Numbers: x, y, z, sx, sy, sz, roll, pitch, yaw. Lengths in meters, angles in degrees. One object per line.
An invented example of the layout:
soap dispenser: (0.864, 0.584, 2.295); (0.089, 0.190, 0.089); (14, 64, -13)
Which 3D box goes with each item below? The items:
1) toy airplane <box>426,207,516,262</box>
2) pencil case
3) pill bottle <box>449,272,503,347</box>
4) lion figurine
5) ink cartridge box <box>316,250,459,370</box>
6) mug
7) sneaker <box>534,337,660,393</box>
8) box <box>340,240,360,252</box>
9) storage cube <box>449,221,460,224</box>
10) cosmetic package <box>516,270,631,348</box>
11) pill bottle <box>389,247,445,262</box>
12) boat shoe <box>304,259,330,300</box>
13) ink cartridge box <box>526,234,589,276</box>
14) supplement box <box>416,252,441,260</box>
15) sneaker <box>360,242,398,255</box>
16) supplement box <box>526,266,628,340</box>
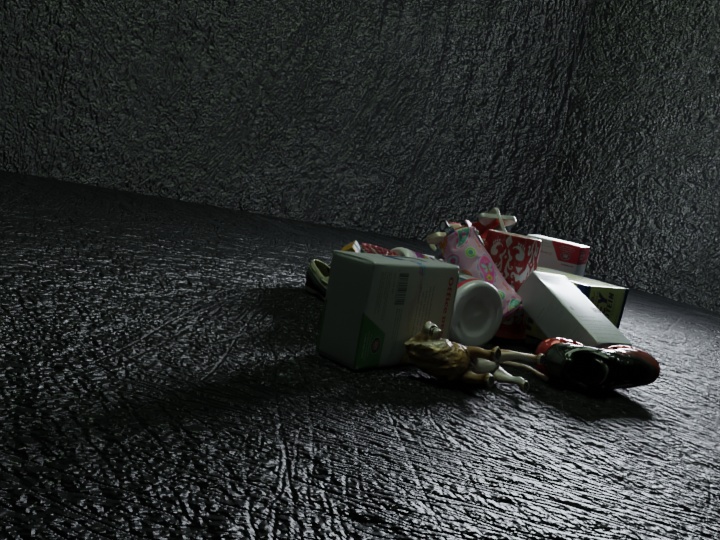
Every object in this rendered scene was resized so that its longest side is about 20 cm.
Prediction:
toy airplane: (0.258, -0.056, 1.419); (0.199, 0.142, 0.199); (-2, -9, 16)
pencil case: (0.225, 0.007, 1.206); (0.087, 0.087, 0.201); (-2, 59, -61)
pill bottle: (0.150, 0.057, 1.153); (0.119, 0.120, 0.200); (7, 8, -30)
lion figurine: (0.161, 0.129, 0.882); (0.200, 0.073, 0.122); (24, -15, -40)
ink cartridge box: (0.045, 0.054, 0.909); (0.087, 0.146, 0.199); (16, 9, 43)
mug: (0.273, 0.023, 1.278); (0.177, 0.201, 0.133); (7, 9, -32)
sneaker: (0.372, 0.151, 0.972); (0.199, 0.071, 0.098); (8, 7, -7)
box: (0.000, 0.000, 1.380); (0.041, 0.119, 0.200); (-29, 5, 3)
storage cube: (0.373, -0.044, 2.020); (0.170, 0.181, 0.200); (8, 9, -24)
cosmetic package: (0.383, 0.090, 1.165); (0.101, 0.074, 0.200); (7, 36, -34)
pill bottle: (0.143, 0.028, 1.348); (0.199, 0.113, 0.112); (17, 3, -33)
boat shoe: (-0.048, 0.030, 1.277); (0.071, 0.063, 0.200); (8, 9, -37)
ink cartridge box: (0.480, 0.020, 1.622); (0.147, 0.201, 0.085); (16, 9, 32)
supplement box: (0.191, 0.024, 1.532); (0.199, 0.102, 0.103); (11, 8, -3)
sneaker: (0.030, 0.003, 1.234); (0.080, 0.075, 0.200); (16, 21, -7)
supplement box: (0.431, 0.075, 1.380); (0.199, 0.135, 0.200); (4, 10, -44)
